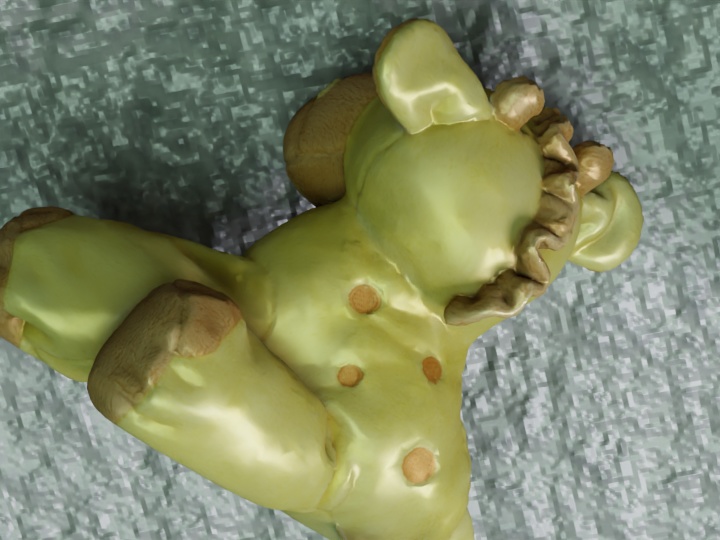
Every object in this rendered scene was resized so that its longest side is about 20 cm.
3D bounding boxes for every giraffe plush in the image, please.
[{"bbox_3d":[0.000,0.000,0.938,0.200,0.173,0.162,32,90,22],"label":"giraffe plush"}]
